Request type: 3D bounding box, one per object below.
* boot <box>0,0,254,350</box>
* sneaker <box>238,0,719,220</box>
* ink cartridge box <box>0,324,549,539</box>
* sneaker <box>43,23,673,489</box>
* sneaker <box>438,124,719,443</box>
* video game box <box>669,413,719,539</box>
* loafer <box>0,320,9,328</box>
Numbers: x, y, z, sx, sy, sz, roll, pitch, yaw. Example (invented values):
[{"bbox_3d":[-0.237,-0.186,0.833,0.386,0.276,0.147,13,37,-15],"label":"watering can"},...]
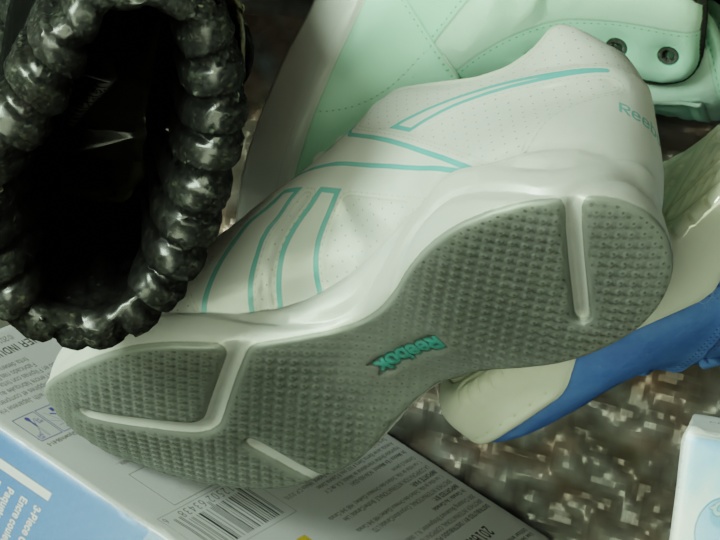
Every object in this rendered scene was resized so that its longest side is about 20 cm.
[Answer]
[{"bbox_3d":[-0.066,-0.099,0.729,0.079,0.158,0.211,-2,109,3],"label":"boot"},{"bbox_3d":[0.042,-0.044,0.792,0.118,0.074,0.200,28,112,15],"label":"sneaker"},{"bbox_3d":[-0.035,0.093,0.826,0.200,0.136,0.076,30,114,18],"label":"ink cartridge box"},{"bbox_3d":[0.000,0.000,0.744,0.200,0.080,0.070,-22,132,31],"label":"sneaker"},{"bbox_3d":[0.123,0.010,0.749,0.200,0.077,0.111,-39,107,21],"label":"sneaker"},{"bbox_3d":[0.160,0.147,0.700,0.182,0.047,0.200,8,95,7],"label":"video game box"},{"bbox_3d":[-0.109,-0.028,0.880,0.072,0.063,0.200,33,112,16],"label":"loafer"}]
